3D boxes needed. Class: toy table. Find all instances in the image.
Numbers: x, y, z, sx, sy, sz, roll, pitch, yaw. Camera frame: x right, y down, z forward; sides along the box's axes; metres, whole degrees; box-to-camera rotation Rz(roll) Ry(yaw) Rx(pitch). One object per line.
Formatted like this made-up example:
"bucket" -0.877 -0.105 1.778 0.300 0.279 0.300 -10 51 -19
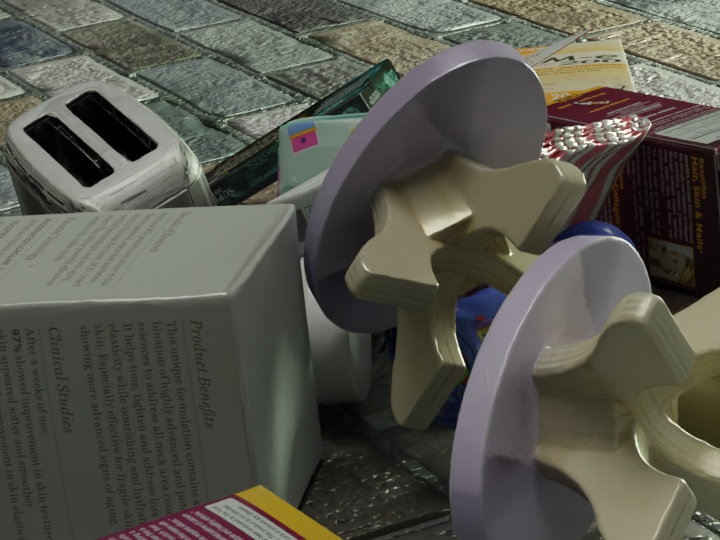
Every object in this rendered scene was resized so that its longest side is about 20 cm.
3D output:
"toy table" 0.053 -0.017 1.312 0.183 0.201 0.117 0 39 -28
"toy table" 0.139 0.071 1.190 0.117 0.184 0.201 3 64 40

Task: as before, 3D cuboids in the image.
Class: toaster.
"toaster" -0.170 -0.043 1.585 0.113 0.130 0.200 -30 42 -18

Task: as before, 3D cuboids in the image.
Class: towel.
"towel" 0.116 -0.029 1.530 0.030 0.147 0.200 41 30 23

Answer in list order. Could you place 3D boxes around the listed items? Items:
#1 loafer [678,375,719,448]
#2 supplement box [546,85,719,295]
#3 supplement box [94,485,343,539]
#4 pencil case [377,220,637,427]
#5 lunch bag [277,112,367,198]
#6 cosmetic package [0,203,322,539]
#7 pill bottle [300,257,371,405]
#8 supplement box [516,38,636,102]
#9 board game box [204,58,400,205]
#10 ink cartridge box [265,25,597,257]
"loafer" 0.158 0.081 1.327 0.199 0.076 0.067 -2 18 46
"supplement box" 0.214 -0.059 1.647 0.085 0.111 0.199 -20 23 -35
"supplement box" -0.096 0.189 1.049 0.199 0.104 0.131 -16 21 -26
"pencil case" 0.100 0.035 1.470 0.200 0.078 0.087 -27 -4 -43
"lunch bag" 0.030 -0.061 1.667 0.159 0.078 0.200 1 -8 13
"cosmetic package" -0.140 0.068 1.320 0.199 0.168 0.166 -2 19 12
"pill bottle" -0.098 0.043 1.460 0.199 0.114 0.113 -4 19 8
"supplement box" 0.169 -0.135 1.941 0.125 0.074 0.200 -5 19 4
"board game box" -0.063 -0.096 1.840 0.199 0.028 0.135 -31 9 18
"ink cartridge box" 0.052 -0.079 1.479 0.199 0.057 0.162 -27 5 -23
